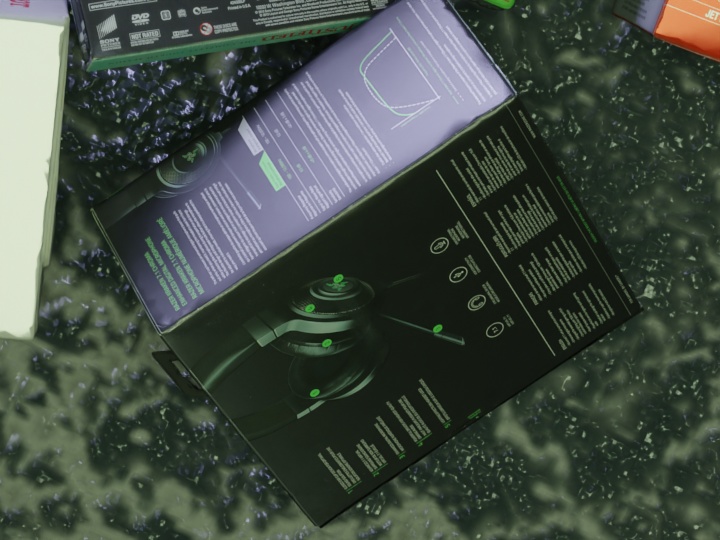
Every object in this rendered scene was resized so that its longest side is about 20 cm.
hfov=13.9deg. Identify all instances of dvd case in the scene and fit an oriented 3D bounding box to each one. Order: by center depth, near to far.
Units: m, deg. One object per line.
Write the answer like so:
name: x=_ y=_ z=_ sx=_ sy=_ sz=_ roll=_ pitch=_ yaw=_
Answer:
dvd case: x=-0.073 y=-0.194 z=1.316 sx=0.145 sy=0.022 sz=0.201 roll=-11 pitch=80 yaw=-17

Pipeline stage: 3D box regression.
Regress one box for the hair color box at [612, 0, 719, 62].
hair color box: x=0.185 y=-0.196 z=1.353 sx=0.061 sy=0.102 sz=0.201 roll=19 pitch=99 yaw=-9

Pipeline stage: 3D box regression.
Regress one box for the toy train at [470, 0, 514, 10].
toy train: x=-0.008 y=-0.177 z=1.371 sx=0.199 sy=0.042 sz=0.057 roll=21 pitch=109 yaw=-8

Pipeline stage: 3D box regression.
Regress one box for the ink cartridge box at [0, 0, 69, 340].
ink cartridge box: x=-0.232 y=-0.059 z=1.315 sx=0.199 sy=0.147 sz=0.145 roll=6 pitch=100 yaw=-7

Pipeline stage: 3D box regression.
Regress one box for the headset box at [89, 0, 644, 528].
headset box: x=0.000 y=0.000 z=1.336 sx=0.200 sy=0.093 sz=0.174 roll=-35 pitch=138 yaw=2
